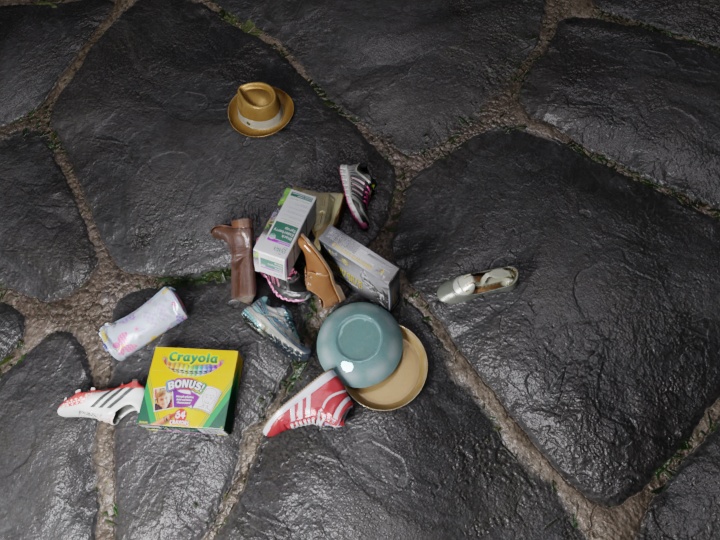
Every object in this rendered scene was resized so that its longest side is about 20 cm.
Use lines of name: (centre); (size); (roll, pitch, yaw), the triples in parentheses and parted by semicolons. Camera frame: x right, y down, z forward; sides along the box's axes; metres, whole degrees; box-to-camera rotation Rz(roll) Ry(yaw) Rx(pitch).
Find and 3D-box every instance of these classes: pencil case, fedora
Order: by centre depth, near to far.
pencil case: (-0.504, 0.123, 1.362); (0.198, 0.083, 0.092); (-33, 87, -13)
fedora: (-0.288, -0.473, 1.649); (0.196, 0.082, 0.204); (-2, 62, 4)

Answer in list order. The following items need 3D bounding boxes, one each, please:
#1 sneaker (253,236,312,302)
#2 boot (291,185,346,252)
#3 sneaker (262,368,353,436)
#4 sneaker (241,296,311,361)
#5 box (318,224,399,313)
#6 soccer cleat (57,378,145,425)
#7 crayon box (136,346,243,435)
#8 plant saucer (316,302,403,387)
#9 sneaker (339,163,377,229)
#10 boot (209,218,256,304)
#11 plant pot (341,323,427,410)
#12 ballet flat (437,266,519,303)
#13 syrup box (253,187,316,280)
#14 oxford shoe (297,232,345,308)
sneaker: (-0.191, -0.007, 1.391); (0.199, 0.096, 0.079); (38, 47, 20)
boot: (-0.132, -0.122, 1.463); (0.152, 0.073, 0.203); (12, 63, 10)
sneaker: (-0.106, 0.315, 1.240); (0.199, 0.071, 0.113); (-39, 76, -3)
sneaker: (-0.181, 0.127, 1.340); (0.198, 0.078, 0.087); (35, 67, 20)
box: (0.000, 0.000, 1.343); (0.198, 0.159, 0.049); (33, 69, 19)
soccer cleat: (-0.569, 0.303, 1.287); (0.196, 0.069, 0.086); (-12, 58, -7)
crayon box: (-0.374, 0.265, 1.293); (0.195, 0.059, 0.176); (2, 63, 6)
plant saucer: (-0.003, 0.156, 1.300); (0.196, 0.039, 0.205); (-2, 62, 3)
sneaker: (0.005, -0.200, 1.491); (0.086, 0.074, 0.203); (-17, 58, 3)
boot: (-0.311, -0.014, 1.427); (0.063, 0.185, 0.205); (-4, 88, -37)
plant pot: (0.052, 0.215, 1.303); (0.195, 0.028, 0.204); (-2, 62, 4)
ballet flat: (0.274, 0.026, 1.360); (0.195, 0.064, 0.069); (-11, 62, -1)
syrup box: (-0.170, -0.085, 1.341); (0.077, 0.082, 0.202); (17, 54, 7)
oxford shoe: (-0.102, 0.007, 1.335); (0.070, 0.202, 0.071); (-29, 29, -7)
